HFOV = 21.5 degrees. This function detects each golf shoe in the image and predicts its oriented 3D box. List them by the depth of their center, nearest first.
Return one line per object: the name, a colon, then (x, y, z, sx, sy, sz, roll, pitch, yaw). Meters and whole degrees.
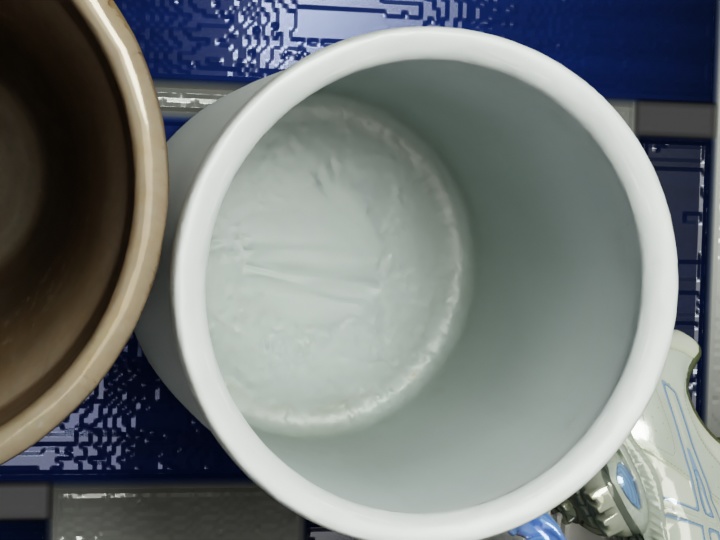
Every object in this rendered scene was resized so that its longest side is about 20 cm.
golf shoe: (0.150, 0.119, 0.816, 0.097, 0.078, 0.200, -31, 101, -18)

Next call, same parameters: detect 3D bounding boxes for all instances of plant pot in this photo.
plant pot: (-0.161, -0.033, 0.667, 0.200, 0.175, 0.201, 0, 93, -3)

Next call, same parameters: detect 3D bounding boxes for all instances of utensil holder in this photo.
utensil holder: (0.000, 0.000, 0.705, 0.169, 0.200, 0.171, -1, 94, -14)

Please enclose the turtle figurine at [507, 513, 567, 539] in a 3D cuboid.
turtle figurine: (0.038, 0.207, 0.750, 0.193, 0.144, 0.200, -23, 86, -4)
